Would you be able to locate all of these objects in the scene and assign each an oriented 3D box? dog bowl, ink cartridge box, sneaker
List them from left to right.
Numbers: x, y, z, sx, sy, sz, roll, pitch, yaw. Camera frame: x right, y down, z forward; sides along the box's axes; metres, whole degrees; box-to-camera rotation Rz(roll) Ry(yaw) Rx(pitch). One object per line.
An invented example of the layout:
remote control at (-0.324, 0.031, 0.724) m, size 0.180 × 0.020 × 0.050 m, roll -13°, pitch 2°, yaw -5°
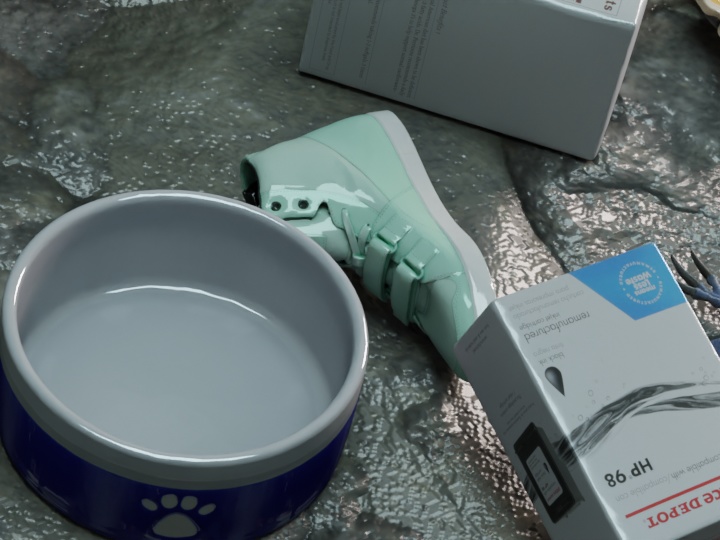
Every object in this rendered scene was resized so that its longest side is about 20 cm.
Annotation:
dog bowl at (-0.099, 0.053, 1.521) m, size 0.200 × 0.079 × 0.200 m, roll 6°, pitch 46°, yaw -7°
sneaker at (0.000, 0.000, 1.604) m, size 0.118 × 0.074 × 0.201 m, roll -15°, pitch 53°, yaw -19°
ink cartridge box at (0.151, 0.098, 1.506) m, size 0.116 × 0.067 × 0.200 m, roll -19°, pitch 72°, yaw -29°

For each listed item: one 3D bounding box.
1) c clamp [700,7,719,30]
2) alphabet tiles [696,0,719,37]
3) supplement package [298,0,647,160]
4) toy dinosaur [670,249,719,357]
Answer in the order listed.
c clamp at (0.290, -0.137, 1.839) m, size 0.171 × 0.027 × 0.200 m, roll -17°, pitch 51°, yaw -34°
alphabet tiles at (0.325, -0.158, 1.843) m, size 0.195 × 0.015 × 0.200 m, roll -4°, pitch 46°, yaw -25°
supplement package at (0.077, -0.173, 1.753) m, size 0.200 × 0.117 × 0.117 m, roll 18°, pitch 45°, yaw 3°
toy dinosaur at (0.244, 0.047, 1.609) m, size 0.181 × 0.105 × 0.200 m, roll -25°, pitch 67°, yaw -8°
